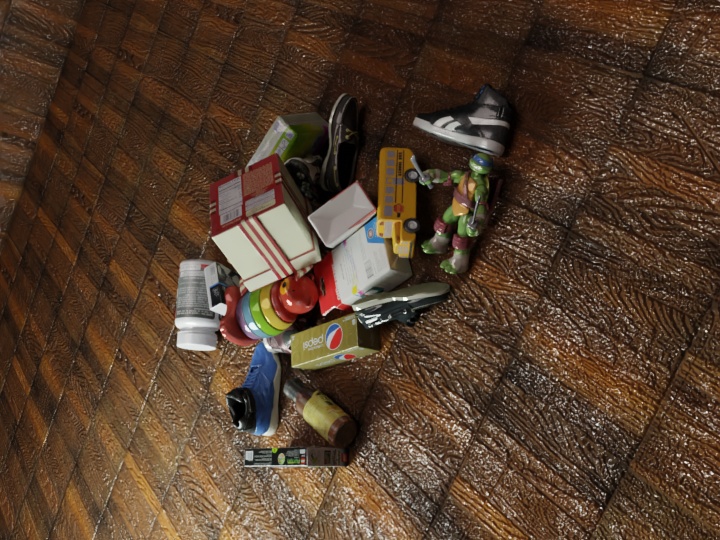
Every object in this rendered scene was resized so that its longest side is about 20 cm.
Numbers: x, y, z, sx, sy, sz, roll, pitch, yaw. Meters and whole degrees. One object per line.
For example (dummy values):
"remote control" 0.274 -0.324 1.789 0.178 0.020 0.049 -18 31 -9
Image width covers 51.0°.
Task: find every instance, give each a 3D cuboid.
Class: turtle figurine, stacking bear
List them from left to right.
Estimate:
"stacking bear" -0.171 0.069 1.513 0.197 0.113 0.124 -24 46 30
"turtle figurine" 0.144 -0.099 1.261 0.141 0.200 0.198 22 123 16

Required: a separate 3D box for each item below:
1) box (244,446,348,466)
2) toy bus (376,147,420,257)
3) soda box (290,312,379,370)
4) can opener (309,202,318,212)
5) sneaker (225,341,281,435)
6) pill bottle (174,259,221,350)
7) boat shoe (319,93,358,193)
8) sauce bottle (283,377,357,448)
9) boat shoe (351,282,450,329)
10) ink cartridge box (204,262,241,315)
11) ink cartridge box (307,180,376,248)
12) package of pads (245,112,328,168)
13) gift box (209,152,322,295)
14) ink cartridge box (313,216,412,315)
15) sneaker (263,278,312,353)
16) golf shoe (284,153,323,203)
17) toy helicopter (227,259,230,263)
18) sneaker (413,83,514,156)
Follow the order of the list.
"box" -0.127 0.365 1.473 0.197 0.109 0.036 -15 69 44
"toy bus" 0.070 -0.126 1.389 0.066 0.076 0.204 93 180 -61
"soda box" -0.053 0.143 1.486 0.198 0.063 0.069 -23 63 42
"can opener" -0.144 -0.140 1.641 0.199 0.053 0.068 36 119 35
"sneaker" -0.233 0.247 1.617 0.076 0.110 0.205 -16 68 43
"pill bottle" -0.390 0.085 1.827 0.112 0.112 0.205 -11 71 44
"boat shoe" -0.031 -0.263 1.570 0.060 0.071 0.207 17 99 43
"sauce bottle" -0.085 0.273 1.484 0.199 0.065 0.067 32 103 45
"boat shoe" 0.078 0.071 1.363 0.195 0.074 0.068 -13 100 25
"ink cartridge box" -0.258 0.062 1.640 0.039 0.199 0.101 -26 61 20
"ink cartridge box" -0.029 -0.103 1.452 0.115 0.200 0.068 -36 89 3
"package of pads" -0.153 -0.254 1.608 0.068 0.199 0.155 41 113 8
"gift box" -0.187 -0.073 1.465 0.181 0.188 0.203 -20 46 13
"ink cartridge box" 0.000 0.000 1.464 0.199 0.066 0.119 -35 55 36
"sneaker" -0.140 0.081 1.601 0.114 0.075 0.206 9 95 41
"golf shoe" -0.118 -0.210 1.573 0.076 0.200 0.090 19 83 6
"toy helicopter" -0.241 -0.061 1.693 0.198 0.130 0.081 -29 60 39
"sneaker" 0.191 -0.279 1.340 0.198 0.072 0.114 25 95 39
